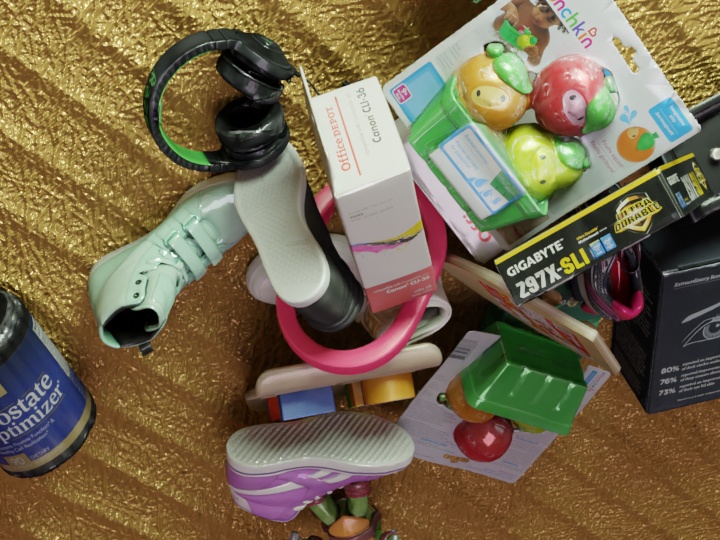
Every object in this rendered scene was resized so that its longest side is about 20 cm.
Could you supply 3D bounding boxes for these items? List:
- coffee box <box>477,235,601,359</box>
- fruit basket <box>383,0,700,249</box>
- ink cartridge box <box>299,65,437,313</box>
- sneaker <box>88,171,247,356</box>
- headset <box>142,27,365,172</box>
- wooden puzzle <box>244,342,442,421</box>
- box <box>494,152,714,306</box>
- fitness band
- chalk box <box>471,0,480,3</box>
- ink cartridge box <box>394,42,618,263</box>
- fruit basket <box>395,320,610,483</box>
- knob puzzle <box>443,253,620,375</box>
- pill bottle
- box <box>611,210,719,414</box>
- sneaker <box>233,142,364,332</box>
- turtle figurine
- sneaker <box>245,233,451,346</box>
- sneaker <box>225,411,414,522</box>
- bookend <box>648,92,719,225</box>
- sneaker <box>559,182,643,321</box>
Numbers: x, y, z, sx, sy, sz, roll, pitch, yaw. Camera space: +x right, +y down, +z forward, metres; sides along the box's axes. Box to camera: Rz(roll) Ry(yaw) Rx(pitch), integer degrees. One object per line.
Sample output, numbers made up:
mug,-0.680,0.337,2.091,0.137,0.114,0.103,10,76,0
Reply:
coffee box,0.196,0.062,1.245,0.121,0.044,0.202,9,121,-22
fruit basket,0.144,-0.128,0.930,0.199,0.094,0.186,-29,110,33
ink cartridge box,0.007,-0.074,0.957,0.066,0.118,0.201,-18,141,0
sneaker,-0.161,-0.002,1.047,0.199,0.119,0.074,-34,125,7
headset,-0.086,-0.143,0.985,0.197,0.094,0.125,-11,128,-25
wooden puzzle,-0.021,0.122,1.156,0.182,0.047,0.200,-8,169,-10
box,0.220,-0.040,1.002,0.158,0.199,0.050,-29,86,26
fitness band,0.000,0.000,1.071,0.142,0.202,0.038,24,163,8
chalk box,0.099,-0.340,0.882,0.123,0.124,0.202,-24,128,1
ink cartridge box,0.144,-0.129,1.051,0.199,0.085,0.147,-36,110,12
fruit basket,0.142,0.146,1.224,0.183,0.095,0.201,17,134,-21
knob puzzle,0.159,0.026,1.103,0.218,0.219,0.031,33,87,-32
pill bottle,-0.341,0.091,1.064,0.110,0.112,0.202,-25,128,2
box,0.365,0.038,1.242,0.145,0.105,0.203,-10,126,-9
sneaker,-0.055,-0.027,1.022,0.070,0.202,0.099,-27,142,8
turtle figurine,-0.023,0.300,1.270,0.199,0.142,0.197,-36,118,-40
sneaker,-0.009,0.024,1.113,0.196,0.116,0.075,-6,128,-12
sneaker,-0.043,0.214,1.209,0.196,0.073,0.116,-1,130,-4
bookend,0.390,-0.083,1.108,0.198,0.092,0.201,-26,88,4
sneaker,0.245,-0.048,1.139,0.080,0.075,0.203,-21,106,-14
